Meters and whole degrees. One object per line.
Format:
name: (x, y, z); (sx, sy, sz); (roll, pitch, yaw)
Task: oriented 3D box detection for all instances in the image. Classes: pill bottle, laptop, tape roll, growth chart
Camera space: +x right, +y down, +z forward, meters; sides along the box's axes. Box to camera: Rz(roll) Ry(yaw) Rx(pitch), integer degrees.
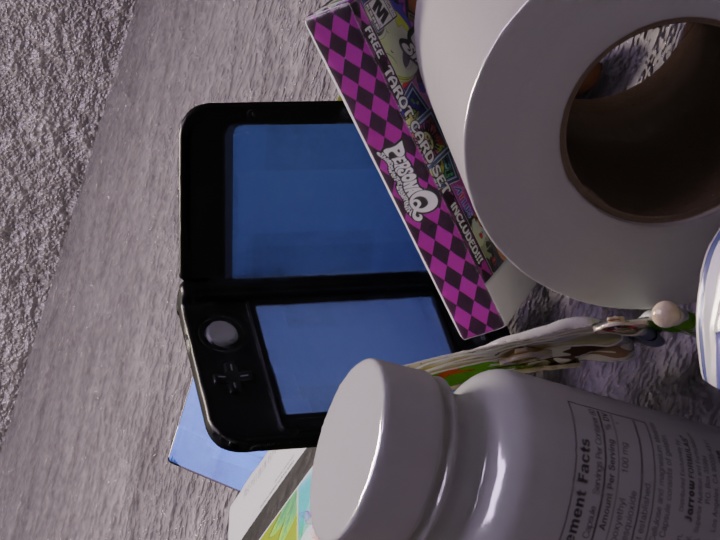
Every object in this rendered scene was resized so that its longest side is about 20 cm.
pill bottle: (0.084, 0.109, 0.827); (0.114, 0.200, 0.115); (-164, 90, -72)
laptop: (-0.074, 0.103, 1.414); (0.200, 0.116, 0.188); (-144, 71, -81)
tape roll: (0.135, -0.101, 0.859); (0.139, 0.202, 0.203); (-107, 37, -57)
growth chart: (0.088, 0.046, 0.898); (0.200, 0.145, 0.018); (-15, 78, 25)

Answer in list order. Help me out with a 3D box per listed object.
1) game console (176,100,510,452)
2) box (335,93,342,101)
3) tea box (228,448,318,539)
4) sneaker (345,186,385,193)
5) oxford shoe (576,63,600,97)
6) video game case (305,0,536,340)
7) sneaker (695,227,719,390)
game console: (0.000, 0.000, 1.012); (0.117, 0.200, 0.176); (104, 156, -43)
box: (0.007, -0.076, 1.317); (0.200, 0.050, 0.075); (95, -163, -57)
tea box: (0.012, 0.184, 1.075); (0.197, 0.133, 0.200); (-94, 28, -44)
sneaker: (0.012, -0.044, 1.107); (0.082, 0.200, 0.074); (-138, 35, -66)
oxford shoe: (0.108, -0.090, 1.173); (0.200, 0.071, 0.071); (-41, 66, 56)
video game case: (0.061, -0.089, 0.994); (0.036, 0.200, 0.181); (-17, 17, 33)
sneaker: (0.219, -0.022, 0.740); (0.115, 0.080, 0.200); (-145, 74, -73)
